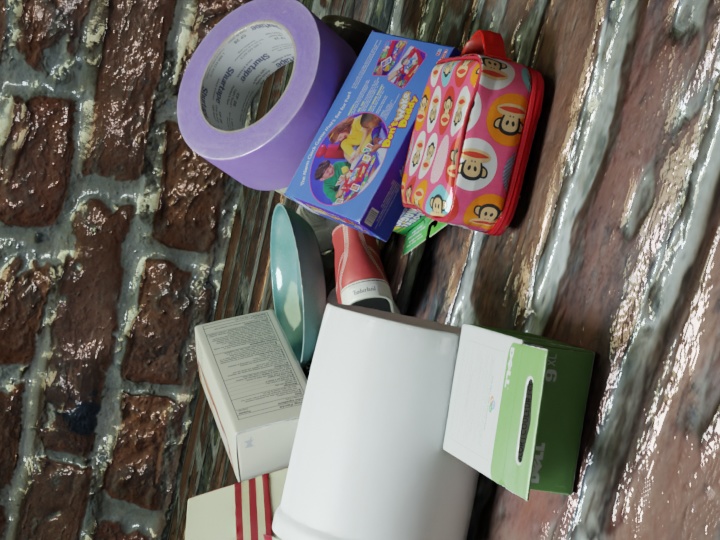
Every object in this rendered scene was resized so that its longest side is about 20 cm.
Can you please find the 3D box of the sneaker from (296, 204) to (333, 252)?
[{"bbox_3d":[-0.016,-0.102,1.646,0.200,0.075,0.114,-53,4,0],"label":"sneaker"}]

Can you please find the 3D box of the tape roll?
[{"bbox_3d":[-0.102,-0.196,1.435,0.199,0.085,0.201,-15,62,30],"label":"tape roll"}]

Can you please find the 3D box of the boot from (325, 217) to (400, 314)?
[{"bbox_3d":[0.000,0.000,1.441,0.200,0.072,0.145,85,173,-67],"label":"boot"}]

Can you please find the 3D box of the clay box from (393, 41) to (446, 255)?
[{"bbox_3d":[0.063,-0.128,1.371,0.115,0.047,0.201,-38,40,49],"label":"clay box"}]

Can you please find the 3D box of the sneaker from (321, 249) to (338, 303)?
[{"bbox_3d":[-0.033,0.019,1.575,0.200,0.081,0.077,-59,-29,-72],"label":"sneaker"}]

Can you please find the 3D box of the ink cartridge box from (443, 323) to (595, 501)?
[{"bbox_3d":[0.121,0.101,0.947,0.200,0.059,0.104,-170,89,-78],"label":"ink cartridge box"}]

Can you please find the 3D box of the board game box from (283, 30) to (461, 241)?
[{"bbox_3d":[0.019,-0.142,1.331,0.134,0.045,0.201,24,84,49],"label":"board game box"}]

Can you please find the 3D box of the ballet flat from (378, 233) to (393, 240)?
[{"bbox_3d":[0.049,-0.079,1.497,0.067,0.057,0.200,-64,13,-17],"label":"ballet flat"}]

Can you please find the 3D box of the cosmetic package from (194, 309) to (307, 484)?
[{"bbox_3d":[-0.118,0.143,1.479,0.200,0.103,0.088,-119,23,-52],"label":"cosmetic package"}]

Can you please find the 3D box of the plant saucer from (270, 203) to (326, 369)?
[{"bbox_3d":[-0.071,0.020,1.520,0.200,0.036,0.201,175,90,-76],"label":"plant saucer"}]

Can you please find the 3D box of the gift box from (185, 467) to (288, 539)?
[{"bbox_3d":[-0.097,0.322,1.346,0.187,0.184,0.200,-99,-15,-60],"label":"gift box"}]

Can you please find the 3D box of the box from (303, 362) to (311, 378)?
[{"bbox_3d":[-0.072,0.204,1.652,0.200,0.046,0.160,136,115,-71],"label":"box"}]

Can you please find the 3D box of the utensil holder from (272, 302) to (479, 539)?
[{"bbox_3d":[0.026,0.140,1.108,0.170,0.169,0.201,-162,83,-78],"label":"utensil holder"}]

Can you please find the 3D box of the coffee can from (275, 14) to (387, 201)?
[{"bbox_3d":[-0.025,-0.175,1.522,0.201,0.146,0.146,-64,11,-6],"label":"coffee can"}]

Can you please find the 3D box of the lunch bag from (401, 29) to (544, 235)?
[{"bbox_3d":[0.099,-0.130,1.183,0.200,0.082,0.177,-135,56,-76],"label":"lunch bag"}]
